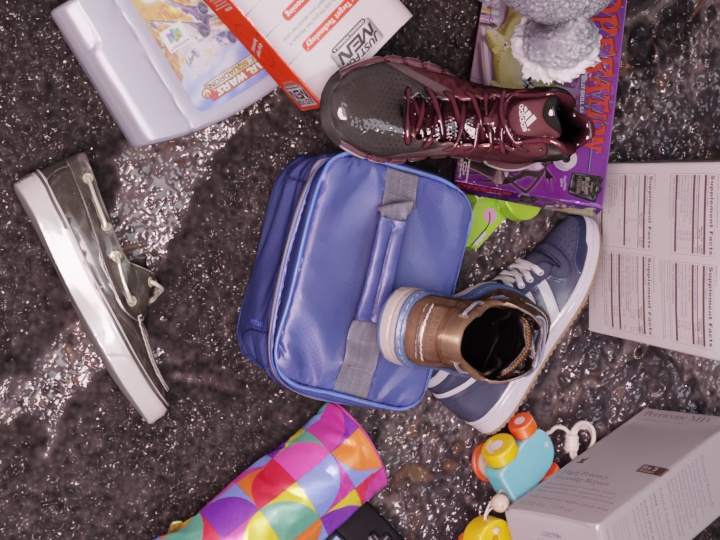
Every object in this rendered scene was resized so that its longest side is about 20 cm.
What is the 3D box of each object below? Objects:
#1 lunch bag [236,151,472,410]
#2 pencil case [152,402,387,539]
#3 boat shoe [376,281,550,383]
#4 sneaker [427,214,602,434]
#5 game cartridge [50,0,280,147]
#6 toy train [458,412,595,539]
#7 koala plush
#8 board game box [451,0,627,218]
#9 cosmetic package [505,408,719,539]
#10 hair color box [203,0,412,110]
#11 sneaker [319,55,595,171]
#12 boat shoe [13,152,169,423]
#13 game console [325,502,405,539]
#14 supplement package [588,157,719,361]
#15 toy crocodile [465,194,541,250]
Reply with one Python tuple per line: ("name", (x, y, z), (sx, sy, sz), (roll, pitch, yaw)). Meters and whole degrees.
("lunch bag", (0.000, 0.000, 0.925), (0.134, 0.132, 0.202), (14, 90, -22))
("pencil case", (-0.074, 0.186, 0.937), (0.199, 0.088, 0.089), (-34, 105, -16))
("boat shoe", (0.093, 0.052, 0.886), (0.199, 0.072, 0.073), (-1, 103, -54))
("sneaker", (0.114, 0.024, 1.005), (0.108, 0.070, 0.201), (32, 85, -22))
("game cartridge", (-0.112, -0.185, 0.919), (0.199, 0.041, 0.134), (-36, 102, -15))
("toy train", (0.136, 0.220, 1.042), (0.149, 0.055, 0.202), (16, 82, -40))
("koala plush", (0.118, -0.234, 0.853), (0.182, 0.201, 0.179), (-8, 131, -18))
("board game box", (0.144, -0.149, 0.977), (0.119, 0.032, 0.202), (11, 73, -4))
("cosmetic package", (0.225, 0.188, 1.015), (0.199, 0.101, 0.075), (-28, 107, -38))
("hair color box", (-0.067, -0.223, 0.883), (0.102, 0.061, 0.200), (-46, 107, -12))
("sneaker", (0.079, -0.112, 0.850), (0.198, 0.115, 0.077), (1, 92, -30))
("boat shoe", (-0.178, 0.013, 0.889), (0.063, 0.071, 0.202), (-27, 102, -16))
("game console", (0.008, 0.272, 0.902), (0.172, 0.119, 0.200), (45, 55, 6))
("supplement package", (0.303, -0.016, 1.006), (0.150, 0.200, 0.153), (-3, 95, -21))
("toy crocodile", (0.134, -0.091, 1.006), (0.200, 0.067, 0.062), (-45, 105, -15))
